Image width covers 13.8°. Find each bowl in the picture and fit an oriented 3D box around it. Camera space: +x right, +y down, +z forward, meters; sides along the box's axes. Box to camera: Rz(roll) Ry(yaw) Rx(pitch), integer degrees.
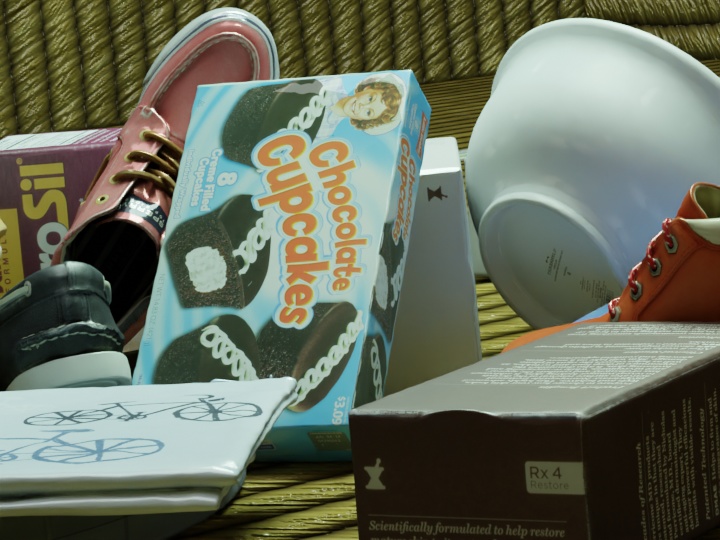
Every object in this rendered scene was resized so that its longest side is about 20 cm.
[{"bbox_3d":[0.124,-0.022,1.540,0.201,0.201,0.090,3,37,48],"label":"bowl"}]

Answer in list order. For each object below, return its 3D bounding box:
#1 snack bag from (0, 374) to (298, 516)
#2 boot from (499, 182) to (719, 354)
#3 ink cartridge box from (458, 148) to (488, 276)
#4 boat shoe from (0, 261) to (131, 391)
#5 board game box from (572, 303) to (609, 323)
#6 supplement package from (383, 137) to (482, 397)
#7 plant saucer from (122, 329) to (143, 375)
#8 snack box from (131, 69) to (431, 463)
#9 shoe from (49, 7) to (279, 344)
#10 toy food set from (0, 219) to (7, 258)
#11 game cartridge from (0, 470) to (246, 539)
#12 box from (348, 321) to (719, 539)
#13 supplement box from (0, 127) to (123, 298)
[{"bbox_3d":[-0.129,0.073,1.220,0.188,0.021,0.200,-3,8,6],"label":"snack bag"},{"bbox_3d":[0.136,0.014,1.279,0.200,0.107,0.075,-11,21,29],"label":"boot"},{"bbox_3d":[0.163,-0.049,2.020,0.175,0.084,0.200,1,9,38],"label":"ink cartridge box"},{"bbox_3d":[-0.156,0.043,1.423,0.076,0.060,0.200,-5,-11,-27],"label":"boat shoe"},{"bbox_3d":[0.167,0.048,1.390,0.158,0.039,0.200,-24,17,-15],"label":"board game box"},{"bbox_3d":[0.000,0.000,1.585,0.120,0.121,0.200,-5,6,1],"label":"supplement package"},{"bbox_3d":[-0.177,0.052,1.660,0.200,0.032,0.200,-5,8,1],"label":"plant saucer"},{"bbox_3d":[-0.038,-0.003,1.424,0.116,0.200,0.037,-3,-33,20],"label":"snack box"},{"bbox_3d":[-0.103,-0.043,1.563,0.071,0.200,0.091,30,8,-8],"label":"shoe"},{"bbox_3d":[-0.291,0.026,1.664,0.198,0.049,0.200,-28,7,-16],"label":"toy food set"},{"bbox_3d":[-0.130,0.093,1.277,0.133,0.041,0.200,-6,6,22],"label":"game cartridge"},{"bbox_3d":[0.088,0.070,1.162,0.100,0.075,0.200,0,7,31],"label":"box"},{"bbox_3d":[-0.129,-0.022,1.818,0.200,0.131,0.103,-5,7,8],"label":"supplement box"}]
